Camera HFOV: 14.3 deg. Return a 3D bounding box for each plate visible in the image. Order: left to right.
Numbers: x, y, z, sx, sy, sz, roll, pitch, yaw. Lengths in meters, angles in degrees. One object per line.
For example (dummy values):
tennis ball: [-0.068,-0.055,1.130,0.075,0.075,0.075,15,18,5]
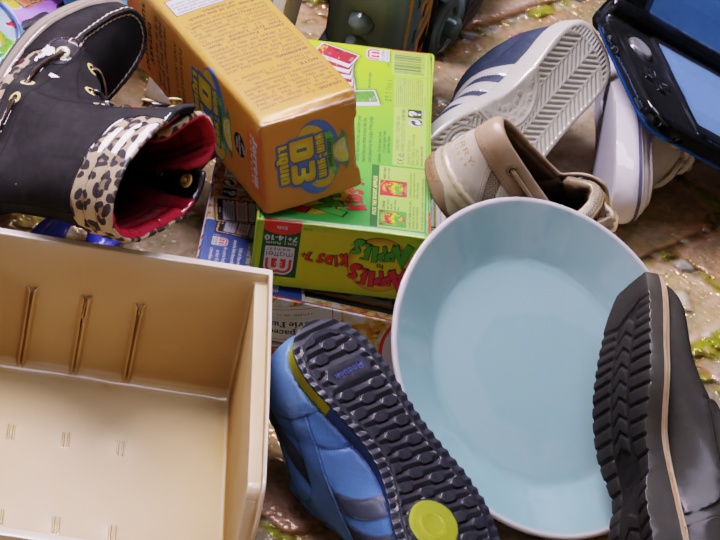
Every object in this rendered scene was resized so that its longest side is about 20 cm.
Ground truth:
plate: [0.100,0.057,1.625,0.199,0.026,0.202,11,67,-26]

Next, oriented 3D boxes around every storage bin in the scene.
storage bin: [-0.154,0.079,1.516,0.199,0.094,0.199,9,35,-7]

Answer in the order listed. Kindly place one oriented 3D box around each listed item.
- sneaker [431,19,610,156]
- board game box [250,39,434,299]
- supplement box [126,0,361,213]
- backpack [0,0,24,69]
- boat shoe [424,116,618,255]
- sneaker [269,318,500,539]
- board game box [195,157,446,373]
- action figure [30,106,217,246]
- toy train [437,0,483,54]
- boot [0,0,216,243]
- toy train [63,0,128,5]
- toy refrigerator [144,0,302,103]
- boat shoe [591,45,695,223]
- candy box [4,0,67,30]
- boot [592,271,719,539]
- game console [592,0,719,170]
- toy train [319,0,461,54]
sneaker: [0.076,-0.089,1.859,0.200,0.075,0.084,-40,20,-31]
board game box: [-0.009,-0.064,1.714,0.101,0.048,0.201,6,36,-2]
supplement box: [-0.070,-0.115,1.680,0.068,0.067,0.200,-19,38,-21]
backpack: [-0.286,-0.099,1.691,0.199,0.155,0.163,3,28,-36]
boat shoe: [0.123,-0.022,1.702,0.200,0.064,0.072,35,30,-38]
sneaker: [0.009,0.124,1.548,0.066,0.079,0.201,-17,65,-40]
board game box: [0.000,0.000,1.718,0.199,0.047,0.152,12,35,-3]
action figure: [-0.136,-0.052,1.700,0.065,0.099,0.200,47,30,-15]
toy train: [0.047,-0.230,2.028,0.114,0.085,0.200,31,35,3]
boot: [-0.146,-0.084,1.622,0.150,0.074,0.200,12,36,33]
toy train: [-0.146,-0.241,1.748,0.084,0.201,0.116,-22,55,-40]
toy refrigerator: [-0.073,-0.198,1.821,0.075,0.201,0.070,19,17,6]
boat shoe: [0.192,-0.092,1.897,0.069,0.071,0.200,10,29,-1]
candy box: [-0.230,-0.197,1.886,0.167,0.072,0.200,32,39,23]
boot: [0.207,0.106,1.594,0.137,0.077,0.201,7,68,-18]
game console: [0.264,-0.148,1.885,0.199,0.118,0.171,24,31,-34]
toy train: [0.022,-0.186,1.849,0.085,0.201,0.114,24,51,10]
